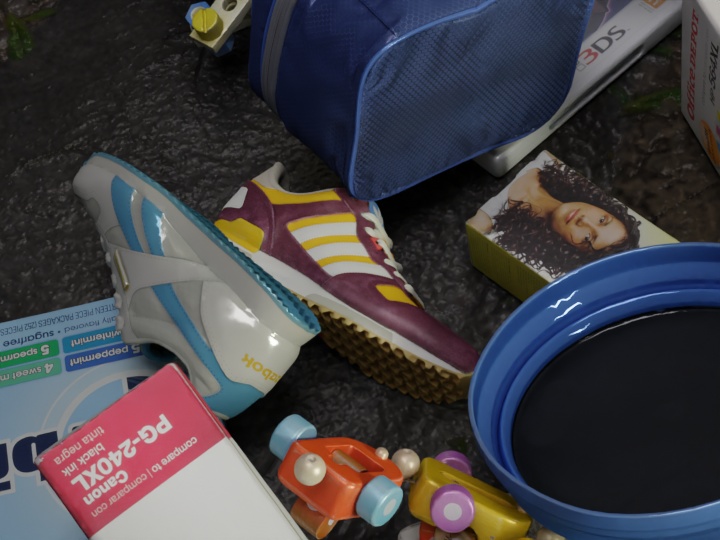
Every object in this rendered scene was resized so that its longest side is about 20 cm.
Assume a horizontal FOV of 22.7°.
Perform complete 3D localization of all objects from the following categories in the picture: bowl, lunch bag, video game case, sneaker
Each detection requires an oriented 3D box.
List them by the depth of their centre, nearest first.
[{"bbox_3d":[0.156,0.064,0.911,0.200,0.039,0.201,-13,36,10],"label":"bowl"},{"bbox_3d":[-0.112,0.003,1.010,0.081,0.076,0.200,-51,51,2],"label":"sneaker"},{"bbox_3d":[0.000,0.000,1.048,0.200,0.075,0.090,29,70,24],"label":"sneaker"},{"bbox_3d":[0.036,-0.151,1.071,0.200,0.136,0.132,-24,55,-29],"label":"lunch bag"},{"bbox_3d":[0.084,-0.173,1.185,0.182,0.023,0.200,-40,59,-18],"label":"video game case"}]

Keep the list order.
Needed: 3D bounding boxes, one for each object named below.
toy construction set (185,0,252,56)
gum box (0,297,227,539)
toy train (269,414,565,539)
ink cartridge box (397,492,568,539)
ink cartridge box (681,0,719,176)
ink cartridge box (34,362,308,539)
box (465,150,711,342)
[{"bbox_3d":[-0.040,-0.227,1.168,0.200,0.092,0.131,-25,60,-9],"label":"toy construction set"},{"bbox_3d":[-0.157,0.113,1.012,0.169,0.045,0.200,-13,55,-2],"label":"gum box"},{"bbox_3d":[0.048,0.142,0.869,0.200,0.150,0.056,32,103,23],"label":"toy train"},{"bbox_3d":[0.132,0.197,0.912,0.176,0.045,0.200,-18,56,-3],"label":"ink cartridge box"},{"bbox_3d":[0.274,-0.099,1.044,0.125,0.129,0.200,-20,55,-5],"label":"ink cartridge box"},{"bbox_3d":[-0.061,0.155,0.868,0.083,0.145,0.200,-35,82,-9],"label":"ink cartridge box"},{"bbox_3d":[0.157,0.015,1.031,0.200,0.050,0.075,36,68,27],"label":"box"}]
